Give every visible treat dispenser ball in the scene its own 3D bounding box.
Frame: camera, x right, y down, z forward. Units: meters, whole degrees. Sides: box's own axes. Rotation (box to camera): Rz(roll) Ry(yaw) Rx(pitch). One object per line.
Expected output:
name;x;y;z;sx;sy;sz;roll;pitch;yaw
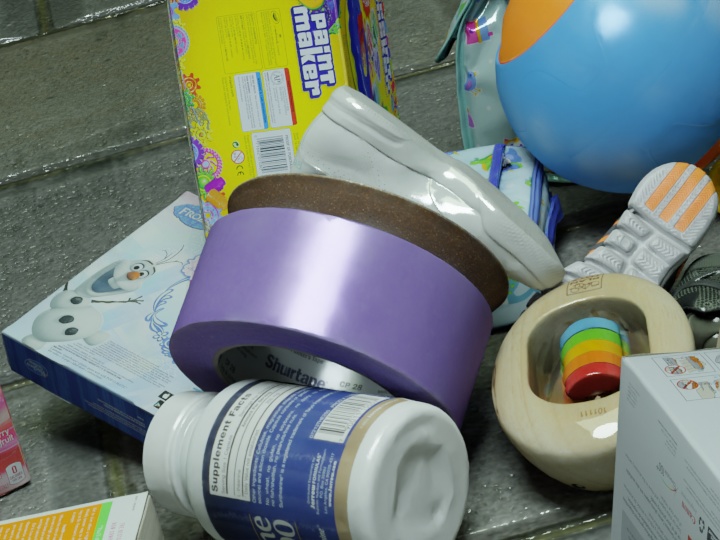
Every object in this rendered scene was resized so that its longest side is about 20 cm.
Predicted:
treat dispenser ball;0.202;-0.159;1.929;0.200;0.201;0.201;-12;24;5

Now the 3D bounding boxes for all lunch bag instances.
lunch bag;0.135;-0.190;2.111;0.122;0.200;0.170;-7;26;16
lunch bag;0.070;-0.025;1.933;0.160;0.083;0.200;-6;26;12

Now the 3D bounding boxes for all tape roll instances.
tape roll;-0.019;0.043;1.666;0.200;0.200;0.085;2;62;33

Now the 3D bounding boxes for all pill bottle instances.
pill bottle;-0.039;0.128;1.613;0.200;0.111;0.111;6;31;39

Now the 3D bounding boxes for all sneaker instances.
sneaker;0.043;-0.035;1.724;0.089;0.200;0.075;-54;-1;10
sneaker;0.180;0.019;1.790;0.200;0.078;0.112;-46;-12;-8
sneaker;0.287;0.034;1.690;0.199;0.076;0.114;-1;28;34

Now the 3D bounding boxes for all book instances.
book;-0.234;0.211;1.623;0.199;0.048;0.134;-10;26;12

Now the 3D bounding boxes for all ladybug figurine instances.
ladybug figurine;0.156;0.075;1.650;0.135;0.072;0.200;-13;32;14

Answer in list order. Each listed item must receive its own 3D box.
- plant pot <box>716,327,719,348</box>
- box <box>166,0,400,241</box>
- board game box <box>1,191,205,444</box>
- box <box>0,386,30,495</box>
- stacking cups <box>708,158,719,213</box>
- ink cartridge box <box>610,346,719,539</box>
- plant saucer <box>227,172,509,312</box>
plant pot;0.307;0.085;1.433;0.199;0.178;0.200;-18;24;-10
box;-0.050;-0.137;1.838;0.122;0.201;0.193;-7;9;11
board game box;-0.118;0.042;1.832;0.200;0.043;0.199;26;50;33
box;-0.349;0.133;1.789;0.200;0.103;0.095;-25;26;-22
stacking cups;0.332;-0.103;1.988;0.060;0.061;0.200;0;26;29
ink cartridge box;0.203;0.161;1.341;0.084;0.176;0.200;-5;26;-13
plant saucer;0.000;0.000;1.707;0.200;0.200;0.037;2;63;33
